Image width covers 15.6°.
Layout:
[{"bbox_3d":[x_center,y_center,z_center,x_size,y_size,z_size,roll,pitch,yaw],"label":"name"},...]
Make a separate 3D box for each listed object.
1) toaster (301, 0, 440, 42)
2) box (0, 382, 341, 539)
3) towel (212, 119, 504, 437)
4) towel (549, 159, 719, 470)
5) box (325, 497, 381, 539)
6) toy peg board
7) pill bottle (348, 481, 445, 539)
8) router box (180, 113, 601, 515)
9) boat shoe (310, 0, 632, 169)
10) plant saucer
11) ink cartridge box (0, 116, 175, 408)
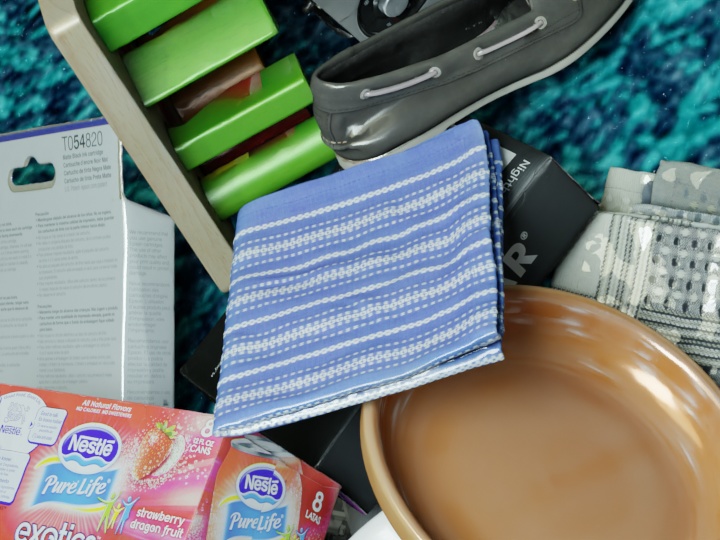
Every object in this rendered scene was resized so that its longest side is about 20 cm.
[{"bbox_3d":[-0.037,-0.228,1.448,0.119,0.181,0.200,-48,53,4],"label":"toaster"},{"bbox_3d":[-0.120,0.123,1.292,0.199,0.095,0.100,4,69,42],"label":"box"},{"bbox_3d":[0.000,0.000,1.257,0.144,0.024,0.200,-18,30,12],"label":"towel"},{"bbox_3d":[0.170,0.047,1.293,0.192,0.034,0.201,10,79,37],"label":"towel"},{"bbox_3d":[-0.037,0.175,1.382,0.199,0.048,0.159,1,75,35],"label":"box"},{"bbox_3d":[-0.095,-0.132,1.405,0.097,0.200,0.200,-28,40,4],"label":"toy peg board"},{"bbox_3d":[0.076,0.198,1.237,0.112,0.112,0.200,-43,74,15],"label":"pill bottle"},{"bbox_3d":[0.012,0.011,1.364,0.200,0.051,0.149,-53,36,-5],"label":"router box"},{"bbox_3d":[0.062,-0.124,1.365,0.199,0.057,0.067,-34,34,-13],"label":"boat shoe"},{"bbox_3d":[0.091,0.094,1.221,0.201,0.199,0.038,64,146,32],"label":"plant saucer"},{"bbox_3d":[-0.169,0.020,1.473,0.199,0.040,0.201,-3,87,54],"label":"ink cartridge box"}]
